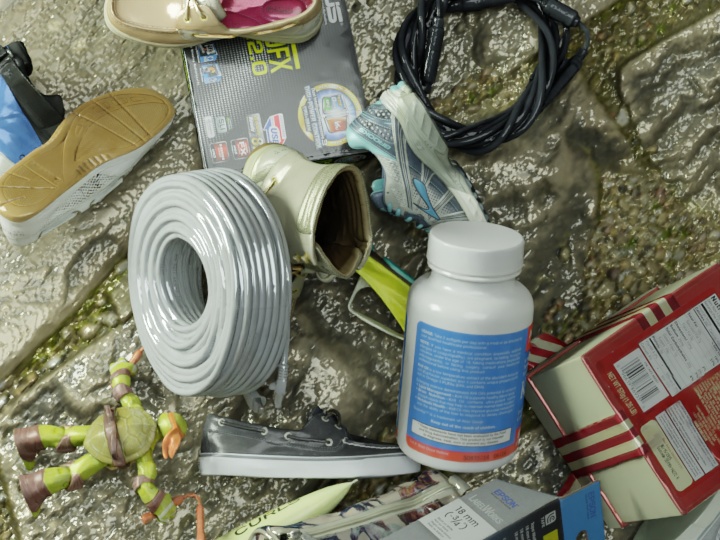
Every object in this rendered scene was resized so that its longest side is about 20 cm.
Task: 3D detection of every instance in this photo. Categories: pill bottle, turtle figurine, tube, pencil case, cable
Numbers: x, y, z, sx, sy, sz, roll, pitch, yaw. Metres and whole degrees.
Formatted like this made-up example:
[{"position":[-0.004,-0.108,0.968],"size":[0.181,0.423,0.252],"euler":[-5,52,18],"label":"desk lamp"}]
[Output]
[{"position":[0.093,0.064,1.330],"size":[0.112,0.112,0.201],"euler":[2,110,-6],"label":"pill bottle"},{"position":[-0.215,0.160,1.330],"size":[0.161,0.064,0.200],"euler":[-17,65,-2],"label":"turtle figurine"},{"position":[-0.088,0.239,1.351],"size":[0.200,0.058,0.052],"euler":[-31,124,-5],"label":"tube"},{"position":[0.002,0.232,1.312],"size":[0.200,0.090,0.078],"euler":[-15,58,-30],"label":"pencil case"},{"position":[-0.134,0.011,1.318],"size":[0.069,0.200,0.201],"euler":[-6,111,-38],"label":"cable"},{"position":[0.112,-0.203,1.450],"size":[0.163,0.051,0.200],"euler":[43,80,2],"label":"cable"}]

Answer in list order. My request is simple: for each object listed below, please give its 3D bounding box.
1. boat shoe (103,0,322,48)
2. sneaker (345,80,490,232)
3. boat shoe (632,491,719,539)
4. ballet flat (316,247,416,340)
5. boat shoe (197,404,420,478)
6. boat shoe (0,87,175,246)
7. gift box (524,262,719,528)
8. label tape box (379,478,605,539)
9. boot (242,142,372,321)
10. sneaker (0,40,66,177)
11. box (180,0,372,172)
[{"position":[-0.131,-0.243,1.374],"size":[0.199,0.069,0.074],"euler":[-3,81,-7],"label":"boat shoe"},{"position":[0.057,-0.072,1.405],"size":[0.086,0.078,0.200],"euler":[-30,106,6],"label":"sneaker"},{"position":[0.287,0.272,1.393],"size":[0.071,0.070,0.201],"euler":[42,77,-19],"label":"boat shoe"},{"position":[0.000,0.000,1.402],"size":[0.200,0.067,0.067],"euler":[44,95,0],"label":"ballet flat"},{"position":[-0.046,0.153,1.371],"size":[0.199,0.070,0.066],"euler":[1,82,1],"label":"boat shoe"},{"position":[-0.251,-0.094,1.386],"size":[0.071,0.069,0.200],"euler":[39,58,20],"label":"boat shoe"},{"position":[0.246,0.115,1.345],"size":[0.200,0.187,0.185],"euler":[-27,85,-16],"label":"gift box"},{"position":[0.113,0.262,1.310],"size":[0.200,0.063,0.145],"euler":[-24,123,-23],"label":"label tape box"},{"position":[-0.056,-0.004,1.331],"size":[0.072,0.155,0.201],"euler":[3,99,-32],"label":"boot"},{"position":[-0.357,-0.176,1.377],"size":[0.200,0.077,0.111],"euler":[40,85,-3],"label":"sneaker"},{"position":[-0.084,-0.190,1.429],"size":[0.160,0.044,0.201],"euler":[-10,82,-8],"label":"box"}]
